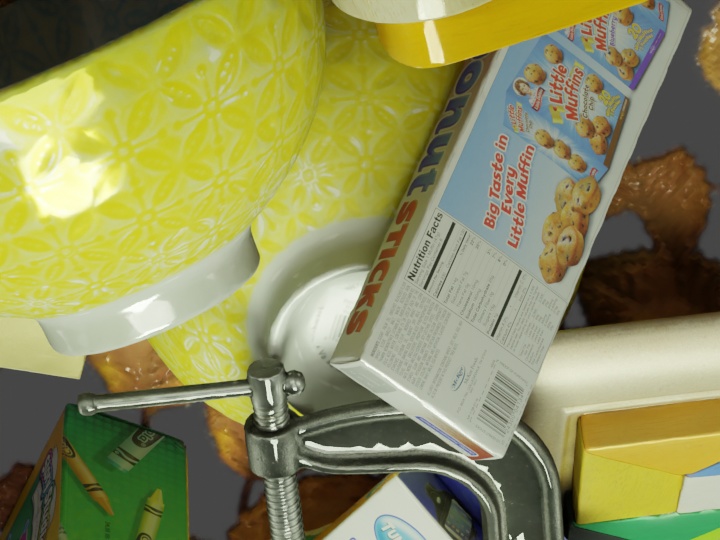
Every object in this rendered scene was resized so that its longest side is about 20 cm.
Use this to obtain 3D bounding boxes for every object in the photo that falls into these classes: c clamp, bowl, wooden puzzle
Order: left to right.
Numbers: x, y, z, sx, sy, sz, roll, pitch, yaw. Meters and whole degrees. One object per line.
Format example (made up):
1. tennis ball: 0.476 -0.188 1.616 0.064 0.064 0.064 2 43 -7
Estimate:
1. bowl: -0.092 -0.036 0.999 0.199 0.200 0.108 -21 105 8
2. c clamp: -0.003 0.113 1.104 0.170 0.027 0.201 -9 121 6
3. bowl: 0.000 0.000 1.110 0.199 0.108 0.201 -2 123 -4
4. wooden puzzle: 0.149 0.078 1.175 0.184 0.037 0.200 -6 151 -1

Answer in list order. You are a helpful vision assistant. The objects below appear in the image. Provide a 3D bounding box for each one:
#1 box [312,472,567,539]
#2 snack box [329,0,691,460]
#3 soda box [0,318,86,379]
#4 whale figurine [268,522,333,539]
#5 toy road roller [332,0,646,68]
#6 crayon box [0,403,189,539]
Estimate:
1. box: 0.006 0.168 1.182 0.119 0.041 0.200 48 114 1
2. snack box: 0.059 -0.034 1.060 0.072 0.201 0.024 34 157 -24
3. soda box: -0.199 -0.016 1.103 0.199 0.068 0.064 9 123 -11
4. whale figurine: 0.030 0.191 1.241 0.159 0.104 0.200 -23 120 10
5. toy road roller: 0.063 -0.169 0.970 0.199 0.146 0.123 -20 122 -10
6. crayon box: -0.117 0.162 1.149 0.058 0.200 0.119 20 120 -16
